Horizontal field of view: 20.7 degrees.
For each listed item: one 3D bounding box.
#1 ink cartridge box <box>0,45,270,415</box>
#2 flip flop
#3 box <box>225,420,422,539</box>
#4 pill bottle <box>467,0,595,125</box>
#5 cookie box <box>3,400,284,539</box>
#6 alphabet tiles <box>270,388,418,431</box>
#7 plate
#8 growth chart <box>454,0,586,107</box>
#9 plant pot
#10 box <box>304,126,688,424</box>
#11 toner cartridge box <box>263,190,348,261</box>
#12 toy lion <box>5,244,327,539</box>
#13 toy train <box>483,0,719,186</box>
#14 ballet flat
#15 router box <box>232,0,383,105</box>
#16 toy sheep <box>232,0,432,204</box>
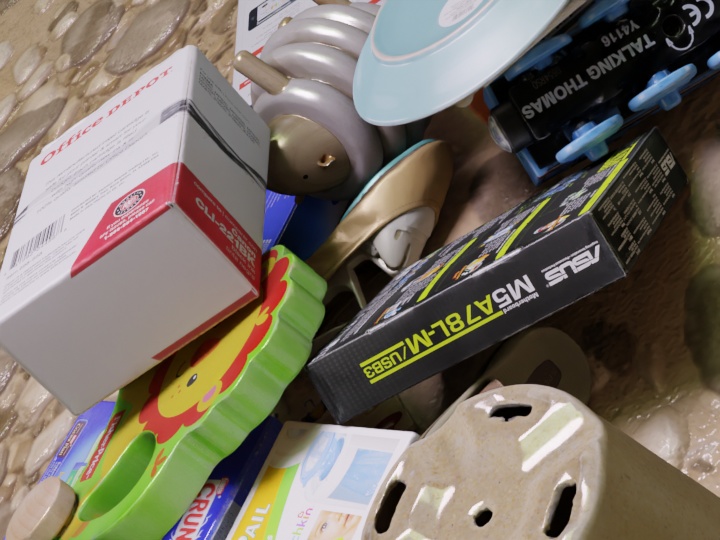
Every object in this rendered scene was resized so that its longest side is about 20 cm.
[{"bbox_3d":[-0.136,-0.029,1.194,0.144,0.084,0.200,-33,28,19],"label":"ink cartridge box"},{"bbox_3d":[0.085,0.094,1.055,0.058,0.081,0.200,-28,16,42],"label":"flip flop"},{"bbox_3d":[-0.019,0.195,1.077,0.112,0.101,0.200,-1,55,47],"label":"box"},{"bbox_3d":[0.137,-0.184,1.288,0.200,0.106,0.106,-40,34,11],"label":"pill bottle"},{"bbox_3d":[-0.134,0.175,1.235,0.200,0.075,0.171,1,54,48],"label":"cookie box"},{"bbox_3d":[-0.053,0.141,1.257,0.200,0.008,0.167,-43,33,5],"label":"alphabet tiles"},{"bbox_3d":[0.064,-0.171,1.191,0.200,0.026,0.200,-35,28,22],"label":"plate"},{"bbox_3d":[0.095,-0.183,1.207,0.145,0.018,0.200,-37,27,20],"label":"growth chart"},{"bbox_3d":[0.104,0.153,0.910,0.200,0.183,0.201,-29,38,25],"label":"plant pot"},{"bbox_3d":[0.083,0.000,1.132,0.193,0.048,0.200,-27,6,24],"label":"box"},{"bbox_3d":[-0.074,-0.014,1.404,0.095,0.043,0.200,0,56,47],"label":"toner cartridge box"},{"bbox_3d":[-0.100,0.080,1.139,0.192,0.069,0.200,-24,34,50],"label":"toy lion"},{"bbox_3d":[0.165,-0.129,1.196,0.200,0.087,0.114,-32,-4,1],"label":"toy train"},{"bbox_3d":[0.000,0.000,1.305,0.200,0.069,0.063,-44,61,6],"label":"ballet flat"},{"bbox_3d":[-0.008,-0.207,1.523,0.200,0.049,0.180,-29,38,26],"label":"router box"},{"bbox_3d":[-0.013,-0.123,1.336,0.138,0.138,0.200,-5,39,45],"label":"toy sheep"}]
